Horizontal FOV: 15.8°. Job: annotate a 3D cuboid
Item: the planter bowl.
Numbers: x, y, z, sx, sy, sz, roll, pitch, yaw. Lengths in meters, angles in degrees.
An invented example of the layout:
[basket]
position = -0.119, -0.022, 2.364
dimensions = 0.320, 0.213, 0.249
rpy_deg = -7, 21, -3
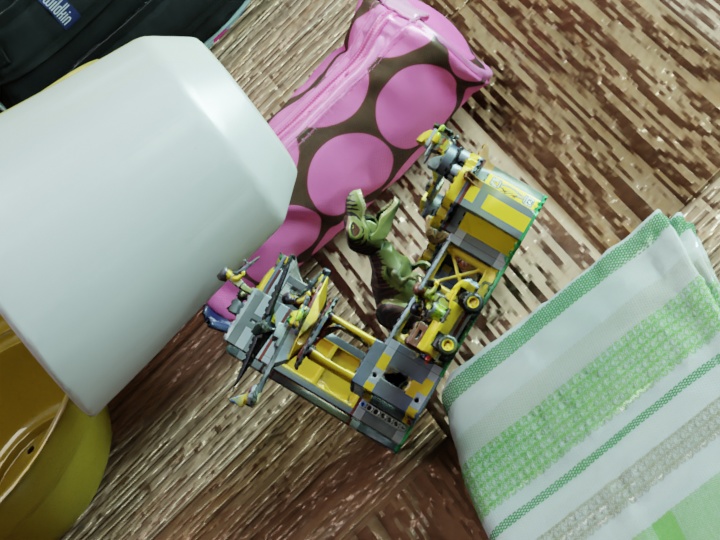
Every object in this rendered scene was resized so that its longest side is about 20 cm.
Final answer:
[planter bowl]
position = -0.197, 0.097, 1.406
dimensions = 0.200, 0.083, 0.200
rpy_deg = -27, 40, 26

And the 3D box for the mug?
[mug]
position = -0.126, -0.047, 1.256
dimensions = 0.153, 0.149, 0.187
rpy_deg = -38, 65, -3

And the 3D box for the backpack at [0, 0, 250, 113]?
[backpack]
position = -0.166, -0.187, 1.569
dimensions = 0.200, 0.178, 0.151
rpy_deg = -41, 40, 3

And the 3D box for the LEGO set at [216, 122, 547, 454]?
[LEGO set]
position = 0.000, 0.000, 1.197
dimensions = 0.154, 0.116, 0.200
rpy_deg = -59, -3, 0

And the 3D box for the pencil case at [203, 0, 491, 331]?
[pencil case]
position = -0.027, -0.062, 1.356
dimensions = 0.200, 0.094, 0.091
rpy_deg = -47, 52, 3

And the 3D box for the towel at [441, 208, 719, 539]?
[towel]
position = 0.117, 0.079, 1.144
dimensions = 0.149, 0.031, 0.200
rpy_deg = -40, 38, 16
